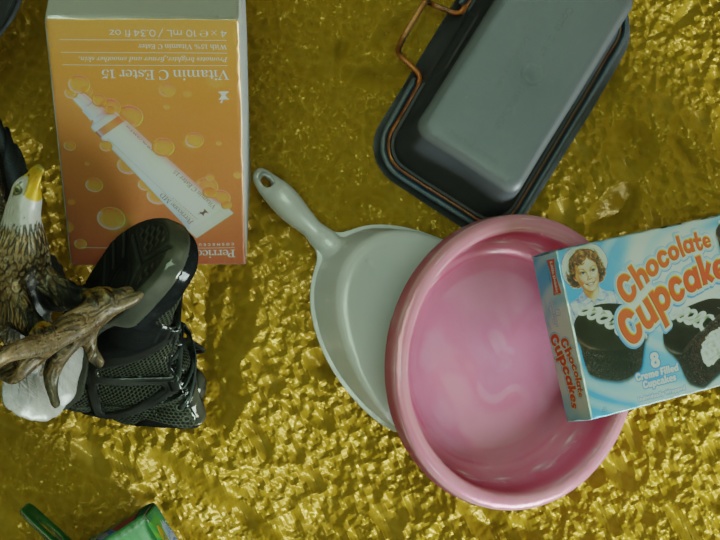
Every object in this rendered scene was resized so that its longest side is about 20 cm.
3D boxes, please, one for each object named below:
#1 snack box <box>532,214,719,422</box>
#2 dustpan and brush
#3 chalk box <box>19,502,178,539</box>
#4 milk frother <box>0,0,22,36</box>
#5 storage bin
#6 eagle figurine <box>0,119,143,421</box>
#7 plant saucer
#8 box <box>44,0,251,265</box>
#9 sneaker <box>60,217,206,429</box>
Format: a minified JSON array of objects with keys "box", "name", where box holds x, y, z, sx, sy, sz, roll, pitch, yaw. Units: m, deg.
[{"box":[0.220,0.027,1.370,0.198,0.037,0.117,-12,89,-27],"name":"snack box"},{"box":[0.000,0.000,1.390,0.200,0.057,0.140,47,72,-11],"name":"dustpan and brush"},{"box":[-0.164,0.238,1.336,0.123,0.125,0.201,-31,91,-3],"name":"chalk box"},{"box":[-0.275,-0.237,1.301,0.199,0.181,0.188,-37,64,-10],"name":"milk frother"},{"box":[0.098,-0.140,1.359,0.145,0.134,0.201,32,86,-1],"name":"storage bin"},{"box":[-0.235,-0.016,1.252,0.199,0.152,0.151,37,89,26],"name":"eagle figurine"},{"box":[0.098,0.062,1.364,0.199,0.051,0.203,-1,92,-29],"name":"plant saucer"},{"box":[-0.137,-0.110,1.311,0.123,0.098,0.201,-1,130,-1],"name":"box"},{"box":[-0.135,0.041,1.331,0.113,0.200,0.077,20,45,-21],"name":"sneaker"}]
